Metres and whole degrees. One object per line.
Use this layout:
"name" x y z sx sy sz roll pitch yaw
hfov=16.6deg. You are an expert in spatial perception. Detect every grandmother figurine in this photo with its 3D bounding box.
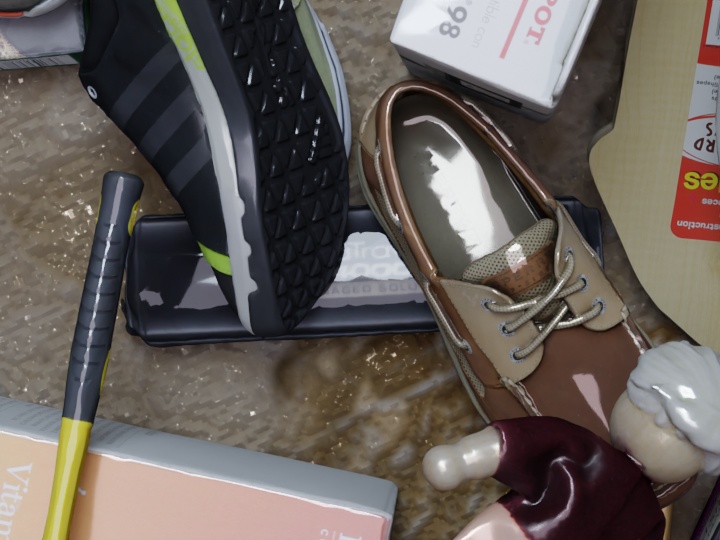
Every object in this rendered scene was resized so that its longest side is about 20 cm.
"grandmother figurine" 0.064 0.100 0.910 0.200 0.061 0.121 -41 128 -4

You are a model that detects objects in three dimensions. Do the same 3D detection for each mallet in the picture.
"mallet" -0.106 0.062 0.902 0.041 0.066 0.200 9 91 4

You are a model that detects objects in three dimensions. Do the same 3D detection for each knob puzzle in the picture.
"knob puzzle" 0.189 -0.041 0.992 0.219 0.030 0.220 0 114 1

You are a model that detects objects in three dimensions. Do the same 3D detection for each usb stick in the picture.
"usb stick" 0.000 0.000 1.021 0.200 0.033 0.056 -3 83 3

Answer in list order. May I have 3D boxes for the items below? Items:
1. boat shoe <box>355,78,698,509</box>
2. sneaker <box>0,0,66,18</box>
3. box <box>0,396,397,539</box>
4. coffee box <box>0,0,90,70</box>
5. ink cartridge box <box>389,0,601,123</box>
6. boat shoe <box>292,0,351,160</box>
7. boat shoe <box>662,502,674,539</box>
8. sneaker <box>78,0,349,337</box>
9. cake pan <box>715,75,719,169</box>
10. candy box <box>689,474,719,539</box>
"boat shoe" 0.060 0.009 0.961 0.076 0.072 0.200 -36 79 -4
"sneaker" -0.198 -0.157 0.956 0.200 0.082 0.077 24 90 2
"box" -0.096 0.142 0.990 0.200 0.106 0.152 11 91 2
"coffee box" -0.213 -0.137 1.020 0.200 0.044 0.123 -4 91 2
"ink cartridge box" 0.064 -0.123 0.931 0.067 0.200 0.116 22 92 3
"boat shoe" -0.065 -0.119 1.005 0.072 0.062 0.200 -27 91 3
"boat shoe" 0.088 0.136 1.004 0.069 0.071 0.200 5 82 3
"sneaker" -0.065 -0.070 0.968 0.083 0.072 0.200 1 115 33
"cake pan" 0.233 -0.064 0.937 0.200 0.037 0.200 0 109 0
"candy box" 0.242 0.114 0.985 0.200 0.061 0.136 22 105 1
